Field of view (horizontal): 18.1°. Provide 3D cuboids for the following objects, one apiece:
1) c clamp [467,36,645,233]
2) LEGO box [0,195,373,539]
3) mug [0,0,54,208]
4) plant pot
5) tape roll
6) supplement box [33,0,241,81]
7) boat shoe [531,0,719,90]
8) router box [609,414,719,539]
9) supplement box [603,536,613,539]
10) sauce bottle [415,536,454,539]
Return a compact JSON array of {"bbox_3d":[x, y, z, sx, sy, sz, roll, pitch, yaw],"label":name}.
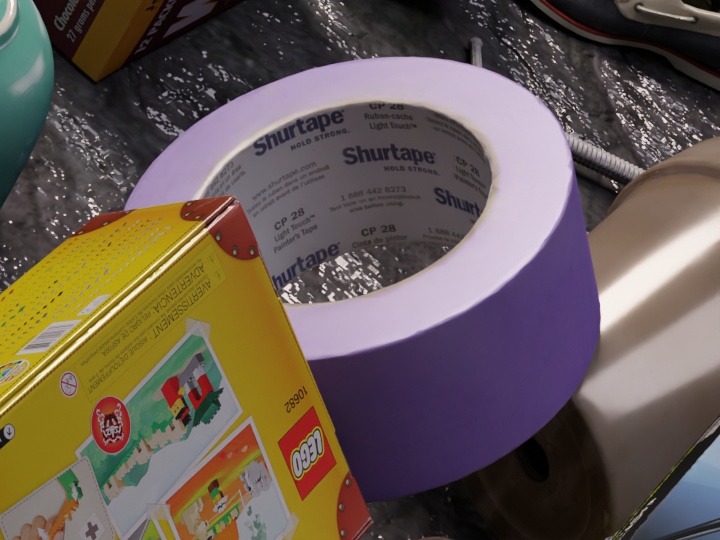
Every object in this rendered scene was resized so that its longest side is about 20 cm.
[{"bbox_3d":[0.143,-0.047,1.285,0.199,0.027,0.171,28,36,-11],"label":"c clamp"},{"bbox_3d":[-0.096,0.086,0.814,0.200,0.077,0.149,-44,120,-47],"label":"LEGO box"},{"bbox_3d":[-0.197,-0.076,0.964,0.185,0.115,0.152,42,36,9],"label":"mug"},{"bbox_3d":[0.139,0.056,1.053,0.173,0.200,0.200,-23,64,-31],"label":"plant pot"},{"bbox_3d":[0.000,0.000,0.975,0.199,0.085,0.200,-10,39,8],"label":"tape roll"},{"bbox_3d":[-0.128,-0.237,1.187,0.197,0.133,0.200,42,36,7],"label":"supplement box"},{"bbox_3d":[0.185,-0.175,1.435,0.199,0.063,0.071,21,40,-18],"label":"boat shoe"},{"bbox_3d":[0.176,0.145,0.793,0.200,0.062,0.150,42,44,8],"label":"router box"},{"bbox_3d":[0.103,0.247,0.805,0.200,0.134,0.200,36,44,1],"label":"supplement box"},{"bbox_3d":[0.052,0.151,0.958,0.199,0.065,0.065,18,39,-19],"label":"sauce bottle"}]
